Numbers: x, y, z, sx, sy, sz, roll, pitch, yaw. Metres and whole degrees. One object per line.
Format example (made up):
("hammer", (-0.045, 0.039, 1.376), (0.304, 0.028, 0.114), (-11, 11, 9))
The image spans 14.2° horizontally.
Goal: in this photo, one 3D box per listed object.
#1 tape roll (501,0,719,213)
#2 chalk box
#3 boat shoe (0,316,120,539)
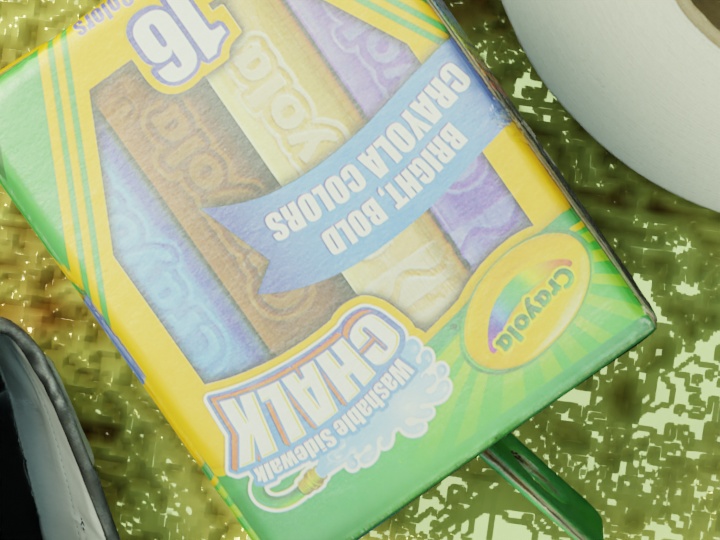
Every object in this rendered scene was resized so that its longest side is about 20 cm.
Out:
("tape roll", (0.132, -0.106, 0.798), (0.202, 0.037, 0.204), (5, 118, 9))
("chalk box", (0.000, 0.000, 0.806), (0.124, 0.124, 0.200), (-34, 92, 4))
("boat shoe", (-0.091, 0.107, 0.829), (0.068, 0.072, 0.201), (-5, 103, 46))
